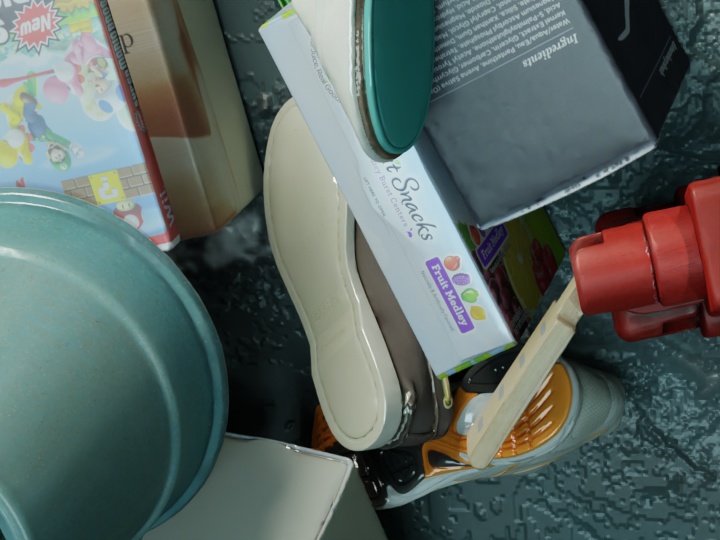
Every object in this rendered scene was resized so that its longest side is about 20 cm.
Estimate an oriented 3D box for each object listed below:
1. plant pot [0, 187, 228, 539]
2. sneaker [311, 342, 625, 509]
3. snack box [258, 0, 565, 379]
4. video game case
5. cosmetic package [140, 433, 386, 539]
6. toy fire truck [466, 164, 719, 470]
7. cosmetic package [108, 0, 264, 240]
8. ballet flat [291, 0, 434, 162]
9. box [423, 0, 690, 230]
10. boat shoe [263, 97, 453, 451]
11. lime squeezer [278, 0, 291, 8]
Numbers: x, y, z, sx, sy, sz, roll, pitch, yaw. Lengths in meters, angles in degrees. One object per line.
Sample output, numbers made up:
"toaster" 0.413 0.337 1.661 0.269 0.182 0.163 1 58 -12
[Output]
"plant pot" -0.185 0.089 1.108 0.198 0.196 0.202 6 115 13
"sneaker" 0.061 0.093 1.312 0.199 0.092 0.076 -14 73 41
"snack box" 0.032 -0.063 1.224 0.053 0.142 0.201 -23 101 21
"video game case" -0.181 -0.093 1.152 0.142 0.017 0.202 -11 106 19
"cosmetic package" -0.038 0.184 1.296 0.103 0.088 0.201 9 145 26
"toy fire truck" 0.141 0.016 1.179 0.198 0.176 0.130 -12 87 5
"cosmetic package" -0.134 -0.117 1.279 0.103 0.087 0.202 -12 105 21
"ballet flat" -0.003 -0.152 1.091 0.069 0.069 0.202 2 106 14
"box" 0.070 -0.145 1.182 0.104 0.148 0.201 -25 101 22
"boat shoe" 0.000 0.000 1.274 0.072 0.059 0.201 -37 61 45
"lime squeezer" -0.064 -0.173 1.240 0.037 0.071 0.200 -14 128 30
